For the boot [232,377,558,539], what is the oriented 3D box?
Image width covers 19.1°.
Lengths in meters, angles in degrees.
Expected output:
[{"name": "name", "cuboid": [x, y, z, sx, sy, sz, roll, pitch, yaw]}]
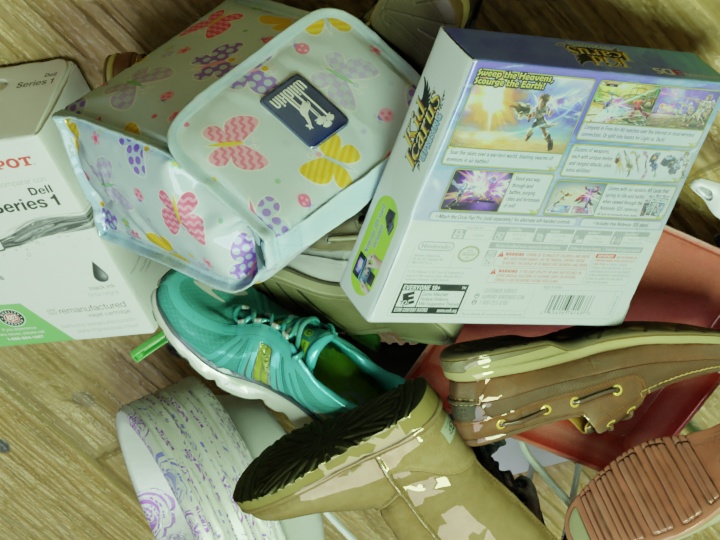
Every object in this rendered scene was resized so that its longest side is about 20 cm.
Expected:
[{"name": "boot", "cuboid": [0.035, 0.183, 1.420, 0.175, 0.066, 0.200, -25, 114, 30]}]

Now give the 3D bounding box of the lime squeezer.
[{"name": "lime squeezer", "cuboid": [-0.072, 0.031, 1.544, 0.200, 0.071, 0.038, -3, 166, 24]}]

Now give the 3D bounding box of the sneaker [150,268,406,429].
[{"name": "sneaker", "cuboid": [-0.048, 0.050, 1.444, 0.200, 0.078, 0.080, 31, 147, 2]}]

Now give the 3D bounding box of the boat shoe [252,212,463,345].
[{"name": "boat shoe", "cuboid": [0.000, 0.000, 1.439, 0.200, 0.068, 0.075, 11, 158, 40]}]

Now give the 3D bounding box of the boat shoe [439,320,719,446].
[{"name": "boat shoe", "cuboid": [0.148, 0.071, 1.383, 0.200, 0.068, 0.072, -7, -175, -18]}]

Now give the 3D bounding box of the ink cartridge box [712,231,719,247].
[{"name": "ink cartridge box", "cuboid": [0.365, 0.033, 1.446, 0.200, 0.041, 0.200, -15, 128, 32]}]

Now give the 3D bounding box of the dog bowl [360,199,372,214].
[{"name": "dog bowl", "cuboid": [0.052, -0.030, 1.484, 0.200, 0.059, 0.200, 10, 137, 10]}]

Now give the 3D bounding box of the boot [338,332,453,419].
[{"name": "boot", "cuboid": [0.010, 0.065, 1.563, 0.138, 0.200, 0.078, -26, 141, -6]}]

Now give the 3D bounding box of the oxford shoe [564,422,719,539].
[{"name": "oxford shoe", "cuboid": [0.232, 0.142, 1.410, 0.200, 0.071, 0.074, -27, 149, 12]}]

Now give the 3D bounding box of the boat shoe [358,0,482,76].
[{"name": "boat shoe", "cuboid": [0.034, -0.147, 1.360, 0.073, 0.065, 0.200, 48, 154, -2]}]

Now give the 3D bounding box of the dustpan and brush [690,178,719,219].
[{"name": "dustpan and brush", "cuboid": [0.292, -0.001, 1.369, 0.200, 0.057, 0.140, 22, 151, -20]}]

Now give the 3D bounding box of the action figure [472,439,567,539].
[{"name": "action figure", "cuboid": [0.130, 0.193, 1.479, 0.193, 0.105, 0.200, -20, 126, 13]}]

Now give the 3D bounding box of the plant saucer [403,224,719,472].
[{"name": "plant saucer", "cuboid": [0.157, 0.036, 1.449, 0.200, 0.037, 0.200, 22, 121, -20]}]

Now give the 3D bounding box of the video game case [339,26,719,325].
[{"name": "video game case", "cuboid": [0.106, -0.052, 1.293, 0.200, 0.045, 0.181, 2, 124, -34]}]

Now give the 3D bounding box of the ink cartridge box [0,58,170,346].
[{"name": "ink cartridge box", "cuboid": [-0.239, -0.046, 1.556, 0.146, 0.084, 0.200, -6, 133, 25]}]

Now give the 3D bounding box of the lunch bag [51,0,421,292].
[{"name": "lunch bag", "cuboid": [-0.062, -0.082, 1.330, 0.200, 0.170, 0.127, 24, 141, 44]}]

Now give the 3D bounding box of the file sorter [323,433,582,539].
[{"name": "file sorter", "cuboid": [0.088, 0.143, 1.605, 0.200, 0.125, 0.139, -19, 126, 34]}]

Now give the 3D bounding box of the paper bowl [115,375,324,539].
[{"name": "paper bowl", "cuboid": [-0.100, 0.176, 1.621, 0.104, 0.201, 0.201, -24, 138, -17]}]

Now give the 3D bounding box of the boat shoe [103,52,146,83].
[{"name": "boat shoe", "cuboid": [-0.114, -0.080, 1.480, 0.067, 0.072, 0.200, -13, 136, 18]}]
